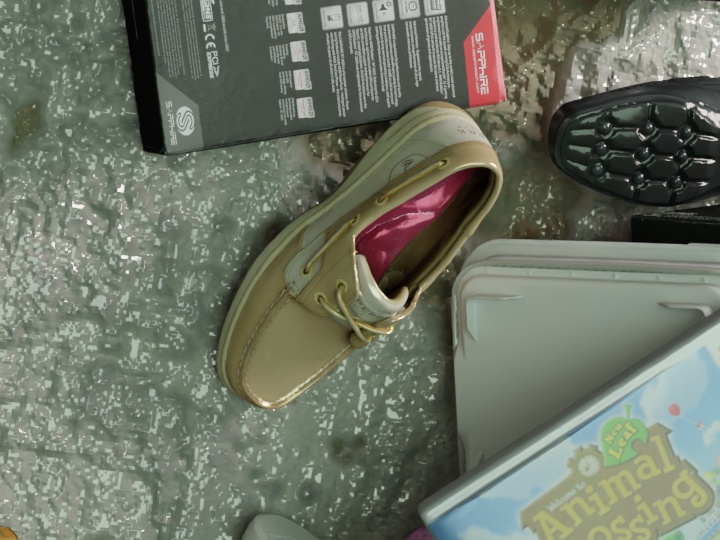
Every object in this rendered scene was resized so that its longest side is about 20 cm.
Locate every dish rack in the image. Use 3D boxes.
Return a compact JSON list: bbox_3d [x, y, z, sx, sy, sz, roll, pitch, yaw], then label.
[{"bbox_3d":[0.133,0.072,1.340,0.044,0.200,0.172,-17,106,-55],"label":"dish rack"}]

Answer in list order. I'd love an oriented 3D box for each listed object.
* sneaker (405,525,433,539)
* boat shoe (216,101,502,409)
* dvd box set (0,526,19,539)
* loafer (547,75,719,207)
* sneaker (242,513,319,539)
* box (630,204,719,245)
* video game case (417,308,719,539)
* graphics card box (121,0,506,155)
[{"bbox_3d":[0.055,0.222,1.390,0.088,0.080,0.201,9,117,21],"label":"sneaker"},{"bbox_3d":[0.000,0.000,1.323,0.074,0.069,0.200,33,100,-35],"label":"boat shoe"},{"bbox_3d":[-0.279,0.209,1.281,0.200,0.029,0.147,1,95,-21],"label":"dvd box set"},{"bbox_3d":[0.191,-0.077,1.408,0.200,0.070,0.068,-2,113,-25],"label":"loafer"},{"bbox_3d":[-0.034,0.240,1.354,0.118,0.074,0.201,-37,78,24],"label":"sneaker"},{"bbox_3d":[0.270,0.028,1.358,0.148,0.200,0.125,-8,99,-45],"label":"box"},{"bbox_3d":[0.160,0.144,1.279,0.200,0.022,0.182,-33,99,1],"label":"video game case"},{"bbox_3d":[-0.027,-0.137,1.330,0.200,0.051,0.126,-11,100,-21],"label":"graphics card box"}]
